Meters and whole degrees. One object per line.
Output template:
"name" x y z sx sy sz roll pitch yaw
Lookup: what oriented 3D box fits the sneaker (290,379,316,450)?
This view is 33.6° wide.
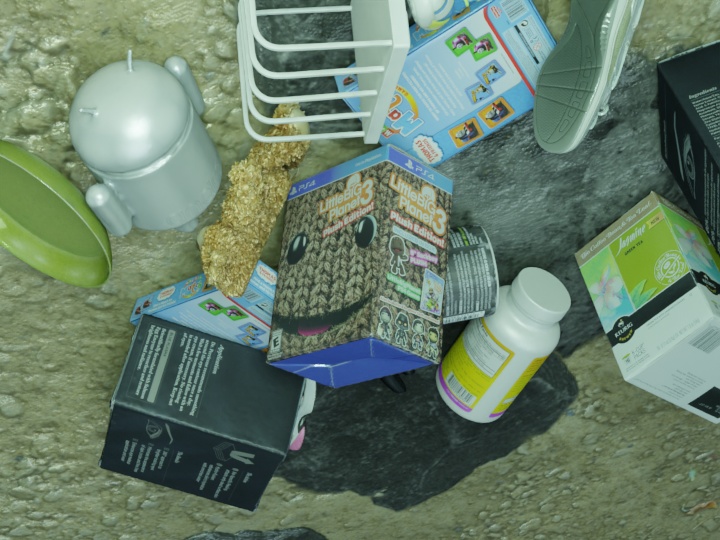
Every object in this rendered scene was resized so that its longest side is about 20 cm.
"sneaker" -0.103 0.152 1.476 0.085 0.081 0.202 6 130 -10

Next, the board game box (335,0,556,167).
"board game box" 0.096 -0.190 1.178 0.199 0.037 0.151 -31 138 14

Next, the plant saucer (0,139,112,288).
"plant saucer" -0.313 -0.060 1.131 0.198 0.031 0.201 24 150 14

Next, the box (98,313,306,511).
"box" -0.182 0.168 1.360 0.198 0.119 0.197 18 148 -7

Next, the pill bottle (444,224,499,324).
"pill bottle" 0.050 0.015 1.349 0.197 0.107 0.107 -10 139 -6

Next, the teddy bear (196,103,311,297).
"teddy bear" -0.104 -0.076 1.162 0.066 0.145 0.202 25 105 -3

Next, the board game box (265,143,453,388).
"board game box" 0.000 0.000 1.207 0.096 0.203 0.158 24 151 -37

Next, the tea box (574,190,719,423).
"tea box" 0.388 0.047 1.424 0.199 0.198 0.133 24 126 -38

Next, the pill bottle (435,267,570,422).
"pill bottle" 0.179 0.090 1.475 0.103 0.105 0.201 9 133 -26

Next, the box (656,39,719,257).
"box" 0.394 -0.121 1.239 0.103 0.202 0.149 -18 141 2

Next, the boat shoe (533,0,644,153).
"boat shoe" 0.224 -0.206 1.133 0.064 0.074 0.205 17 89 -43

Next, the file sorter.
"file sorter" -0.038 -0.205 0.998 0.123 0.141 0.200 -4 165 -8

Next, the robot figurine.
"robot figurine" -0.197 -0.115 1.101 0.112 0.171 0.201 14 156 21

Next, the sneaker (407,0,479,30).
"sneaker" 0.092 -0.260 1.007 0.104 0.200 0.077 -18 105 16

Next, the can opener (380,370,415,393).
"can opener" 0.018 0.090 1.469 0.064 0.078 0.200 -59 139 -10

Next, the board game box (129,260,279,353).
"board game box" -0.136 0.057 1.317 0.199 0.037 0.151 -19 136 40
